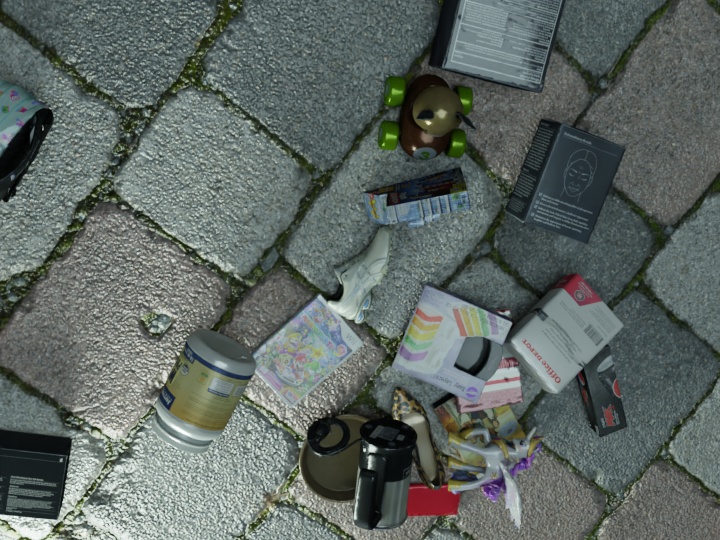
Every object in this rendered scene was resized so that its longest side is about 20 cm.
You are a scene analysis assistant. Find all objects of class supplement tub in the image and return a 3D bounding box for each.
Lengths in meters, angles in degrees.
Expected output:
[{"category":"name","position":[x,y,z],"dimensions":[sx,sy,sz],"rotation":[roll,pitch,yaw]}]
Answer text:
[{"category":"supplement tub","position":[-0.300,0.229,1.649],"dimensions":[0.143,0.144,0.201],"rotation":[26,99,-17]}]

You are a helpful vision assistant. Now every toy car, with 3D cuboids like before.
[{"category":"toy car","position":[0.135,-0.269,1.568],"dimensions":[0.162,0.200,0.160],"rotation":[5,104,-12]}]

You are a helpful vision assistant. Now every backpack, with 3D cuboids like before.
[{"category":"backpack","position":[-0.612,-0.216,1.463],"dimensions":[0.126,0.167,0.201],"rotation":[34,91,-13]}]

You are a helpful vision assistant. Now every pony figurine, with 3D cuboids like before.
[{"category":"pony figurine","position":[0.280,0.414,1.793],"dimensions":[0.197,0.167,0.196],"rotation":[1,97,6]}]

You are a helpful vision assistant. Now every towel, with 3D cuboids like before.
[{"category":"towel","position":[0.255,0.185,1.792],"dimensions":[0.142,0.023,0.203],"rotation":[-8,92,-8]}]

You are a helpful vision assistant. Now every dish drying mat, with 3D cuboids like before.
[{"category":"dish drying mat","position":[0.119,0.496,1.873],"dimensions":[0.197,0.018,0.078],"rotation":[2,104,-12]}]

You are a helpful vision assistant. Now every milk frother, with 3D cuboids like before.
[{"category":"milk frother","position":[-0.003,0.401,1.746],"dimensions":[0.180,0.199,0.190],"rotation":[-17,120,-48]}]

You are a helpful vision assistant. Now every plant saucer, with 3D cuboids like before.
[{"category":"plant saucer","position":[-0.031,0.387,1.808],"dimensions":[0.197,0.029,0.203],"rotation":[-3,107,-11]}]

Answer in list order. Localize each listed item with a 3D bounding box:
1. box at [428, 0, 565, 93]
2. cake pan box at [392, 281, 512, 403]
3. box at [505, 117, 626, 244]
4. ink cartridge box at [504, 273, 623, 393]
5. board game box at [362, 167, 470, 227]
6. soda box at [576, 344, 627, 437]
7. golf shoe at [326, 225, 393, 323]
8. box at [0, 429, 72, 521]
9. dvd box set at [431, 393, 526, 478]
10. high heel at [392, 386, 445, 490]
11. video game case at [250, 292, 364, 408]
[{"category":"box","position":[0.248,-0.446,1.582],"dimensions":[0.198,0.123,0.201],"rotation":[11,102,-12]},{"category":"cake pan box","position":[0.186,0.147,1.743],"dimensions":[0.198,0.052,0.186],"rotation":[24,100,1]},{"category":"box","position":[0.398,-0.176,1.696],"dimensions":[0.147,0.107,0.202],"rotation":[17,102,-15]},{"category":"ink cartridge box","position":[0.406,0.128,1.759],"dimensions":[0.200,0.084,0.145],"rotation":[-43,92,-8]},{"category":"board game box","position":[0.103,-0.126,1.628],"dimensions":[0.197,0.200,0.062],"rotation":[-12,107,7]},{"category":"soda box","position":[0.510,0.249,1.858],"dimensions":[0.070,0.063,0.202],"rotation":[-20,109,-5]},{"category":"golf shoe","position":[0.000,0.000,1.684],"dimensions":[0.096,0.078,0.202],"rotation":[20,100,-11]},{"category":"box","position":[-0.664,0.386,1.656],"dimensions":[0.198,0.079,0.143],"rotation":[10,106,-13]},{"category":"dvd box set","position":[0.257,0.330,1.848],"dimensions":[0.145,0.029,0.201],"rotation":[-30,108,-2]},{"category":"high heel","position":[0.121,0.342,1.764],"dimensions":[0.071,0.143,0.202],"rotation":[-22,108,-4]},{"category":"video game case","position":[-0.111,0.161,1.735],"dimensions":[0.200,0.018,0.143],"rotation":[-41,108,2]}]
